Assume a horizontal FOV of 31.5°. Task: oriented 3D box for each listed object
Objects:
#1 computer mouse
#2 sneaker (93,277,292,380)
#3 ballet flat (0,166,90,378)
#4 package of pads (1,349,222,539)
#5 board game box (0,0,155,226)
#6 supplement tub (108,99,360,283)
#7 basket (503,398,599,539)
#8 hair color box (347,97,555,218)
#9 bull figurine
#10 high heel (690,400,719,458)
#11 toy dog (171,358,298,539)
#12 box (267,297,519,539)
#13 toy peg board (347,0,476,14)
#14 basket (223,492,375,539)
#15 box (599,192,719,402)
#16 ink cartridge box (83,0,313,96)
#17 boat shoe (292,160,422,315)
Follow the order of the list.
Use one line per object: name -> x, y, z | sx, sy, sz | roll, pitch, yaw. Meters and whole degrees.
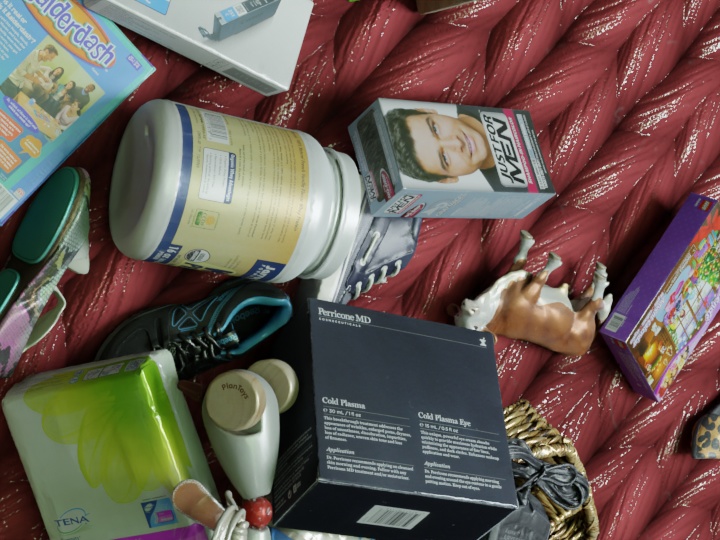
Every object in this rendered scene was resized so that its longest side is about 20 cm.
computer mouse -> 0.138, 0.268, 1.231 | 0.138, 0.053, 0.201 | 30, 77, -36
sneaker -> -0.155, 0.061, 1.185 | 0.199, 0.082, 0.074 | -30, 109, -21
ballet flat -> -0.283, 0.005, 1.130 | 0.071, 0.069, 0.201 | 35, 82, -43
package of pads -> -0.216, 0.178, 1.132 | 0.154, 0.068, 0.201 | -12, 103, 19
board game box -> -0.301, -0.162, 1.112 | 0.200, 0.045, 0.152 | -48, 112, -16
supplement tub -> -0.114, -0.067, 1.161 | 0.199, 0.144, 0.145 | 10, 89, -27
basket -> 0.138, 0.245, 1.288 | 0.199, 0.149, 0.143 | -29, 150, -22
hair color box -> 0.093, -0.109, 1.277 | 0.199, 0.061, 0.100 | -1, 67, -36
bull figurine -> 0.185, 0.033, 1.360 | 0.199, 0.065, 0.122 | 18, 111, -37
high heel -> 0.479, 0.238, 1.529 | 0.142, 0.071, 0.200 | -38, 94, -26
toy dog -> -0.118, 0.166, 1.087 | 0.132, 0.096, 0.201 | 50, 48, -62
box -> 0.026, 0.142, 1.169 | 0.199, 0.104, 0.183 | 12, 53, -22
toy peg board -> 0.034, -0.341, 1.198 | 0.097, 0.199, 0.201 | -12, 100, -10
basket -> -0.086, 0.290, 1.187 | 0.200, 0.176, 0.140 | -36, 113, -32
box -> 0.356, 0.031, 1.445 | 0.200, 0.039, 0.137 | -54, 138, -14
ink cartridge box -> -0.133, -0.280, 1.166 | 0.199, 0.045, 0.177 | 23, 75, -32
boat shoe -> 0.000, 0.000, 1.263 | 0.092, 0.075, 0.201 | 22, 83, -19
